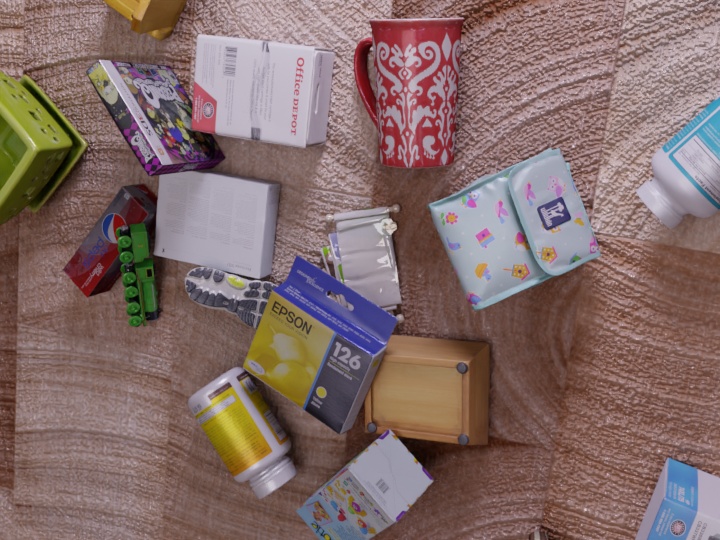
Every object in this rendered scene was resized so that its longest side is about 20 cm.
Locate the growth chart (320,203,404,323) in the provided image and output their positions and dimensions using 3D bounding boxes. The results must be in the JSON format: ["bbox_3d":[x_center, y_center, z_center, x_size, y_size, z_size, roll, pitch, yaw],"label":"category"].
[{"bbox_3d":[0.000,0.000,1.437,0.144,0.018,0.202,-1,100,21],"label":"growth chart"}]

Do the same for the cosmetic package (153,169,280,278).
[{"bbox_3d":[-0.234,-0.082,1.491,0.198,0.052,0.152,13,103,18],"label":"cosmetic package"}]

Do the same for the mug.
[{"bbox_3d":[0.074,-0.257,1.323,0.132,0.177,0.202,-6,105,-15],"label":"mug"}]

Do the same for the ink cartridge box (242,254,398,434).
[{"bbox_3d":[-0.065,0.112,1.394,0.197,0.047,0.201,31,115,21],"label":"ink cartridge box"}]

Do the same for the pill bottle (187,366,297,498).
[{"bbox_3d":[-0.187,0.267,1.508,0.109,0.109,0.201,-35,87,23],"label":"pill bottle"}]

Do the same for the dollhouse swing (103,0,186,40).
[{"bbox_3d":[-0.325,-0.471,1.386,0.181,0.176,0.201,36,111,10],"label":"dollhouse swing"}]

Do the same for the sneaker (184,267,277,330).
[{"bbox_3d":[-0.186,0.044,1.487,0.199,0.080,0.078,25,86,-4],"label":"sneaker"}]

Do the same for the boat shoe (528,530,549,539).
[{"bbox_3d":[0.307,0.483,1.391,0.074,0.075,0.204,-14,101,8],"label":"boat shoe"}]

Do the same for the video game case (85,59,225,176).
[{"bbox_3d":[-0.307,-0.234,1.410,0.036,0.200,0.182,-32,88,21],"label":"video game case"}]

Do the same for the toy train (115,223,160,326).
[{"bbox_3d":[-0.368,0.010,1.532,0.056,0.042,0.201,-9,127,-16],"label":"toy train"}]

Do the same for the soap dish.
[{"bbox_3d":[0.094,0.183,1.401,0.198,0.081,0.159,3,101,19],"label":"soap dish"}]

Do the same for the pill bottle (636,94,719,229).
[{"bbox_3d":[0.455,-0.145,1.188,0.200,0.111,0.111,-44,84,22],"label":"pill bottle"}]

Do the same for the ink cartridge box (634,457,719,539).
[{"bbox_3d":[0.489,0.380,1.254,0.199,0.146,0.148,20,107,16],"label":"ink cartridge box"}]

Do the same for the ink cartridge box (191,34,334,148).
[{"bbox_3d":[-0.148,-0.274,1.405,0.198,0.083,0.148,12,104,19],"label":"ink cartridge box"}]

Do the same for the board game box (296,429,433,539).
[{"bbox_3d":[0.004,0.345,1.412,0.105,0.103,0.200,48,139,6],"label":"board game box"}]

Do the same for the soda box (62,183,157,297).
[{"bbox_3d":[-0.414,-0.050,1.558,0.070,0.063,0.200,45,112,8],"label":"soda box"}]

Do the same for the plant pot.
[{"bbox_3d":[-0.587,-0.206,1.530,0.200,0.181,0.199,48,111,7],"label":"plant pot"}]

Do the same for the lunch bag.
[{"bbox_3d":[0.218,-0.058,1.290,0.199,0.122,0.171,-23,89,15],"label":"lunch bag"}]
